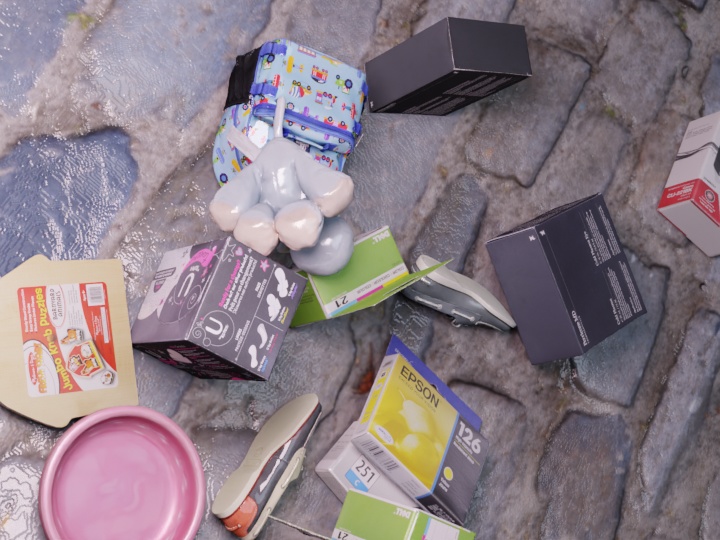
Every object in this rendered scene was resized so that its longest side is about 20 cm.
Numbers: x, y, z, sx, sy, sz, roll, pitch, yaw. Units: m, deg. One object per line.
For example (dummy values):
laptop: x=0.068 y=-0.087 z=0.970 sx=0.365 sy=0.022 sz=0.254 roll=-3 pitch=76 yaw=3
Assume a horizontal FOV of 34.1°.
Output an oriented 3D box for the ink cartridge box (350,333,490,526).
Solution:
ink cartridge box: x=0.091 y=0.210 z=1.579 sx=0.198 sy=0.047 sz=0.200 roll=44 pitch=45 yaw=-19

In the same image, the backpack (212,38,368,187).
backpack: x=-0.093 y=-0.174 z=1.517 sx=0.182 sy=0.134 sz=0.201 roll=22 pitch=71 yaw=-27

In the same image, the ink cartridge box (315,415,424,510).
ink cartridge box: x=0.059 y=0.275 z=1.577 sx=0.200 sy=0.045 sz=0.176 roll=51 pitch=59 yaw=-15

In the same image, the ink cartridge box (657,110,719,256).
ink cartridge box: x=0.609 y=-0.150 z=2.007 sx=0.144 sy=0.084 sz=0.201 roll=37 pitch=62 yaw=-21

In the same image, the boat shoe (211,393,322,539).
boat shoe: x=-0.105 y=0.242 z=1.459 sx=0.063 sy=0.071 sz=0.200 roll=49 pitch=60 yaw=-23

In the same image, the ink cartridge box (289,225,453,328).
ink cartridge box: x=0.000 y=0.000 z=1.499 sx=0.147 sy=0.200 sz=0.076 roll=-28 pitch=95 yaw=-35

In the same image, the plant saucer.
plant saucer: x=-0.277 y=0.257 z=1.349 sx=0.200 sy=0.051 sz=0.202 roll=6 pitch=79 yaw=-34

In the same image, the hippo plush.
hippo plush: x=-0.091 y=-0.064 z=1.413 sx=0.159 sy=0.161 sz=0.200 roll=-33 pitch=55 yaw=-10

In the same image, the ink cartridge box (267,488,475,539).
ink cartridge box: x=0.014 y=0.307 z=1.409 sx=0.200 sy=0.148 sz=0.076 roll=29 pitch=76 yaw=-31

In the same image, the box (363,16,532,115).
box: x=0.118 y=-0.280 z=1.637 sx=0.141 sy=0.200 sz=0.079 roll=-5 pitch=83 yaw=-35

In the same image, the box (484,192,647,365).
box: x=0.307 y=0.011 z=1.750 sx=0.182 sy=0.104 sz=0.201 roll=-24 pitch=93 yaw=-43

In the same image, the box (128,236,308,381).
box: x=-0.172 y=0.047 z=1.368 sx=0.114 sy=0.200 sz=0.133 roll=29 pitch=72 yaw=-26

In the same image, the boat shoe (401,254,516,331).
boat shoe: x=0.140 y=0.045 z=1.682 sx=0.200 sy=0.073 sz=0.062 roll=30 pitch=108 yaw=-33

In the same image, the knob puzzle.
knob puzzle: x=-0.362 y=0.082 z=1.345 sx=0.219 sy=0.030 sz=0.221 roll=7 pitch=77 yaw=-33
